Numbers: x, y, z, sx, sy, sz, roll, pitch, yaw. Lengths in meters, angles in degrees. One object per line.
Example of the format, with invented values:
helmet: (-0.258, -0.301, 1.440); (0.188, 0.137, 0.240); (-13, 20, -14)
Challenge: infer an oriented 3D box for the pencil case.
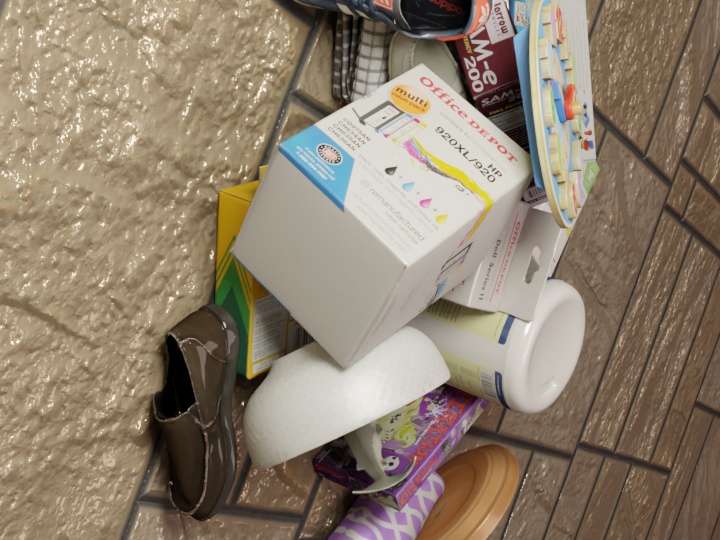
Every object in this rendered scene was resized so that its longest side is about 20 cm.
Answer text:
pencil case: (0.016, 0.300, 1.403); (0.200, 0.084, 0.086); (-48, 178, -27)

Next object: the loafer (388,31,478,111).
loafer: (0.079, -0.156, 1.148); (0.070, 0.069, 0.200); (-50, 146, -13)

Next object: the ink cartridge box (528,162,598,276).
ink cartridge box: (0.210, -0.068, 1.487); (0.202, 0.067, 0.117); (-64, 150, -10)

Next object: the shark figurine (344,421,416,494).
shark figurine: (-0.014, 0.156, 1.274); (0.088, 0.216, 0.129); (3, 142, -17)

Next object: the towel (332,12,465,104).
towel: (0.052, -0.254, 1.178); (0.199, 0.085, 0.167); (-25, 133, -41)

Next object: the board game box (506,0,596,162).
board game box: (0.204, -0.217, 1.376); (0.125, 0.034, 0.203); (-8, 96, -35)

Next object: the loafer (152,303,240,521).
loafer: (-0.156, 0.129, 1.094); (0.071, 0.073, 0.203); (-9, 108, -42)

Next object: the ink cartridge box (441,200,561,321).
ink cartridge box: (0.093, -0.031, 1.240); (0.067, 0.199, 0.118); (11, 97, -55)

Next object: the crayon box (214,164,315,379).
crayon box: (-0.075, -0.015, 1.144); (0.125, 0.051, 0.202); (-20, 122, -49)

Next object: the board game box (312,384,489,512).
board game box: (0.053, 0.169, 1.354); (0.200, 0.119, 0.033); (-45, 139, -34)

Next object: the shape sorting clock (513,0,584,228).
shape sorting clock: (0.173, -0.138, 1.069); (0.200, 0.039, 0.203); (-9, 90, -71)

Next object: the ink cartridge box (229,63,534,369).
ink cartridge box: (0.022, -0.051, 1.046); (0.199, 0.147, 0.145); (-35, 162, -42)

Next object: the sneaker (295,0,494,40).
sneaker: (0.014, -0.239, 1.029); (0.085, 0.197, 0.076); (-72, 171, -63)

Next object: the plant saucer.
plant saucer: (0.101, 0.281, 1.441); (0.032, 0.200, 0.201); (45, 63, -12)

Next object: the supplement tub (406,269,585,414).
supplement tub: (0.125, 0.057, 1.328); (0.144, 0.199, 0.147); (-29, 128, -44)

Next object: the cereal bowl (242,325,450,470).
cereal bowl: (-0.022, 0.101, 1.113); (0.199, 0.199, 0.084); (-23, 87, -48)

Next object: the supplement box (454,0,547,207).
supplement box: (0.149, -0.159, 1.197); (0.200, 0.060, 0.110); (54, 19, -54)
